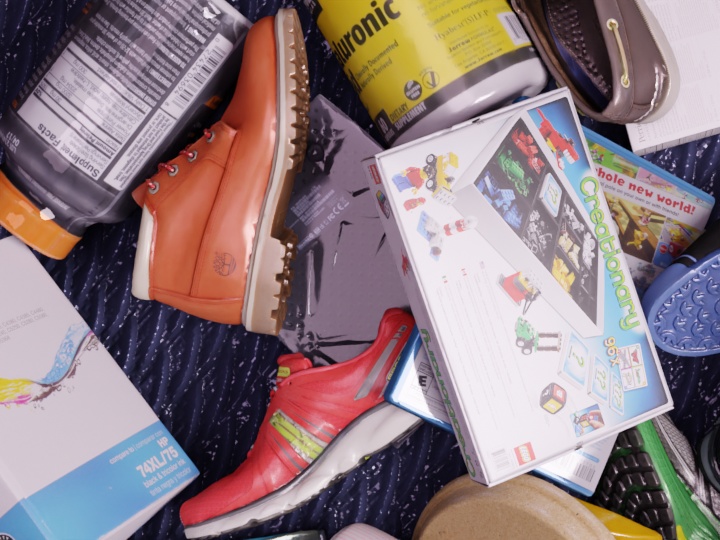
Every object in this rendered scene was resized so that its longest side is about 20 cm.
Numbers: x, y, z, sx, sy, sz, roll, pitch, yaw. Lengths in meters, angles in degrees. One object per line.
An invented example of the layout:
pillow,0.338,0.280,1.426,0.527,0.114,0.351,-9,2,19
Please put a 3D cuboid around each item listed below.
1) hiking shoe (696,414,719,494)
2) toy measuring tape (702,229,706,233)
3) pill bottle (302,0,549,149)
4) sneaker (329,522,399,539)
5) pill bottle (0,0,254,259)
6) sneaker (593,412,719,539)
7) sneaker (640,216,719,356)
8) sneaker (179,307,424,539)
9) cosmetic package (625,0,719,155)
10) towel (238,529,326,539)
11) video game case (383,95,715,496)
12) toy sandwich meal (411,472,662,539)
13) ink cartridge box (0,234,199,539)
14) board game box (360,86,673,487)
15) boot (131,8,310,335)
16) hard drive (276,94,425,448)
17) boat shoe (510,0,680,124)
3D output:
hiking shoe,0.285,0.057,0.947,0.074,0.087,0.200,36,75,-4
toy measuring tape,0.147,-0.034,1.009,0.199,0.074,0.074,16,91,-15
pill bottle,0.024,-0.176,0.994,0.111,0.111,0.200,-31,84,6
sneaker,-0.003,0.251,1.008,0.104,0.075,0.201,28,115,31
pill bottle,-0.161,-0.104,1.021,0.106,0.106,0.200,40,95,7
sneaker,0.211,0.153,0.991,0.085,0.078,0.200,-25,77,-29
sneaker,0.250,-0.019,0.966,0.200,0.078,0.070,-28,116,-4
sneaker,-0.035,0.095,0.987,0.200,0.077,0.085,-35,83,4
cosmetic package,0.184,-0.179,1.001,0.082,0.051,0.201,-15,87,8
towel,-0.087,0.274,1.026,0.146,0.022,0.201,-4,89,-11
video game case,0.116,0.016,0.954,0.143,0.018,0.201,26,82,-13
toy sandwich meal,0.119,0.209,0.983,0.205,0.070,0.206,14,113,38
ink cartridge box,-0.238,0.109,0.986,0.147,0.146,0.200,-41,84,30
board game box,0.092,0.009,0.919,0.126,0.035,0.201,-20,95,-15
boot,-0.087,-0.067,0.979,0.107,0.075,0.201,10,92,6
hard drive,0.000,0.000,1.028,0.135,0.042,0.200,-44,85,5
boat shoe,0.121,-0.176,0.961,0.072,0.059,0.201,-37,73,39
